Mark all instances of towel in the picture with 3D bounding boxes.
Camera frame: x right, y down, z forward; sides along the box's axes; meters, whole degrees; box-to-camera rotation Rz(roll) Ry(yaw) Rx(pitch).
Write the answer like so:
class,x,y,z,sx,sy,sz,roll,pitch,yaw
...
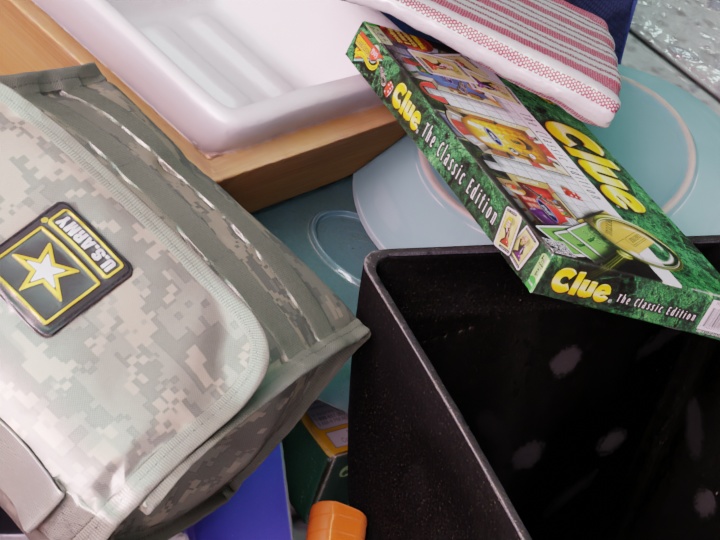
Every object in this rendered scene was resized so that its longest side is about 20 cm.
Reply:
class,x,y,z,sx,sy,sz,roll,pitch,yaw
towel,0.052,-0.119,0.941,0.146,0.030,0.200,24,17,-2

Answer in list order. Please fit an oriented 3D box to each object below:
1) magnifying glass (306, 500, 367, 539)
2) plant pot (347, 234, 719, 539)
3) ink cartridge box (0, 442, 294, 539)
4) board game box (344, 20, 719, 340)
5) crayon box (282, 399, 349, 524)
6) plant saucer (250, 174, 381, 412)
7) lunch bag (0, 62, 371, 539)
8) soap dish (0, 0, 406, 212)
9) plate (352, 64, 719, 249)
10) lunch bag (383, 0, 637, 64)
class,x,y,z,sx,sy,sz,roll,pitch,yaw
magnifying glass,-0.022,0.184,0.783,0.079,0.022,0.201,24,54,-21
plant pot,0.102,0.119,0.833,0.198,0.178,0.200,-3,40,-26
ink cartridge box,-0.128,0.052,0.861,0.198,0.044,0.199,3,42,-14
board game box,0.074,-0.042,0.849,0.104,0.024,0.200,16,25,-33
crayon box,-0.022,0.026,0.997,0.125,0.052,0.200,-12,49,-35
plant saucer,0.000,0.000,0.953,0.199,0.028,0.201,23,30,-14
lunch bag,-0.107,0.016,0.722,0.164,0.118,0.200,43,18,7
soap dish,-0.074,-0.095,0.917,0.157,0.081,0.200,42,31,15
plate,0.095,-0.052,0.975,0.198,0.026,0.201,0,43,0
lunch bag,0.069,-0.163,1.147,0.135,0.201,0.132,-20,49,-33
